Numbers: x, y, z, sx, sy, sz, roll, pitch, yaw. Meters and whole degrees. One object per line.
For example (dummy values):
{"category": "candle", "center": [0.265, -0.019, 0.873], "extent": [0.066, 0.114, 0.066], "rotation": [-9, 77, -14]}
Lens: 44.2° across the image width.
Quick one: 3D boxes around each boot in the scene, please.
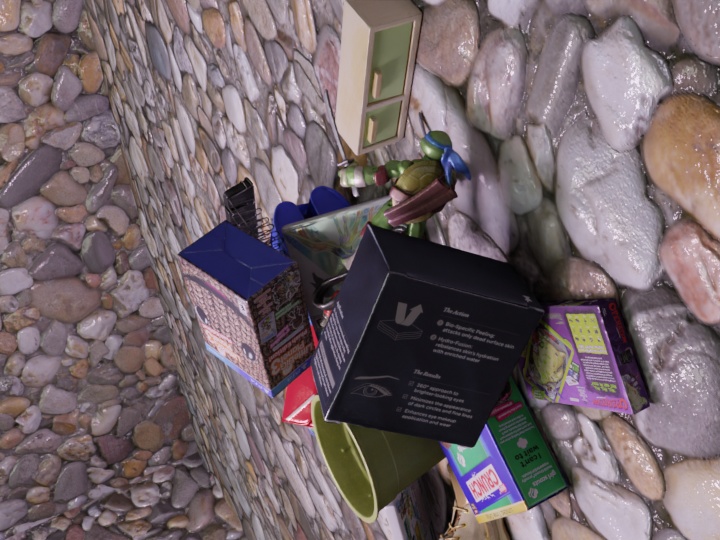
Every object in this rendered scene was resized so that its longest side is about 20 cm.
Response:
{"category": "boot", "center": [0.135, 0.394, 1.320], "extent": [0.073, 0.154, 0.202], "rotation": [-17, 94, 68]}

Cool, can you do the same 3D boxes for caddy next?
{"category": "caddy", "center": [-0.062, -0.034, 1.414], "extent": [0.201, 0.140, 0.105], "rotation": [60, 163, 22]}

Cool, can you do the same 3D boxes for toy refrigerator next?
{"category": "toy refrigerator", "center": [0.021, -0.247, 1.120], "extent": [0.070, 0.075, 0.201], "rotation": [54, 154, 31]}

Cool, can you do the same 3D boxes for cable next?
{"category": "cable", "center": [0.006, 0.011, 1.232], "extent": [0.097, 0.201, 0.050], "rotation": [41, -169, 33]}

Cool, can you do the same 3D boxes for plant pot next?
{"category": "plant pot", "center": [0.053, 0.245, 1.335], "extent": [0.200, 0.188, 0.201], "rotation": [51, 153, 39]}

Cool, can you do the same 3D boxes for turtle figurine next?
{"category": "turtle figurine", "center": [0.042, -0.095, 1.083], "extent": [0.199, 0.143, 0.196], "rotation": [30, 112, 27]}

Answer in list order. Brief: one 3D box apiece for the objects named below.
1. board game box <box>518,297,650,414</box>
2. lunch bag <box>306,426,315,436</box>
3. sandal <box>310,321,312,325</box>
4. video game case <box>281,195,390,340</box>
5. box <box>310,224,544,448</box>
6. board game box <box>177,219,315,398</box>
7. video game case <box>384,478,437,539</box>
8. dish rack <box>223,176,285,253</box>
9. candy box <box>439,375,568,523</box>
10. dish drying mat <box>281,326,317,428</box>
{"category": "board game box", "center": [0.233, 0.092, 0.990], "extent": [0.200, 0.032, 0.121], "rotation": [-6, 100, 69]}
{"category": "lunch bag", "center": [-0.052, 0.183, 1.572], "extent": [0.201, 0.160, 0.083], "rotation": [60, 168, 23]}
{"category": "sandal", "center": [-0.051, 0.072, 1.429], "extent": [0.199, 0.087, 0.080], "rotation": [28, 118, 22]}
{"category": "video game case", "center": [0.000, 0.000, 1.274], "extent": [0.198, 0.022, 0.184], "rotation": [-14, 99, 25]}
{"category": "box", "center": [0.071, 0.079, 1.023], "extent": [0.118, 0.195, 0.201], "rotation": [-113, 42, -58]}
{"category": "board game box", "center": [-0.162, 0.056, 1.290], "extent": [0.159, 0.097, 0.201], "rotation": [29, 144, 35]}
{"category": "video game case", "center": [0.090, 0.439, 1.504], "extent": [0.182, 0.022, 0.202], "rotation": [-53, -50, -69]}
{"category": "dish rack", "center": [-0.153, -0.027, 1.378], "extent": [0.200, 0.054, 0.154], "rotation": [53, 157, 34]}
{"category": "candy box", "center": [0.171, 0.227, 1.192], "extent": [0.201, 0.076, 0.169], "rotation": [62, 157, 13]}
{"category": "dish drying mat", "center": [-0.089, 0.162, 1.500], "extent": [0.076, 0.018, 0.202], "rotation": [6, 87, 34]}
